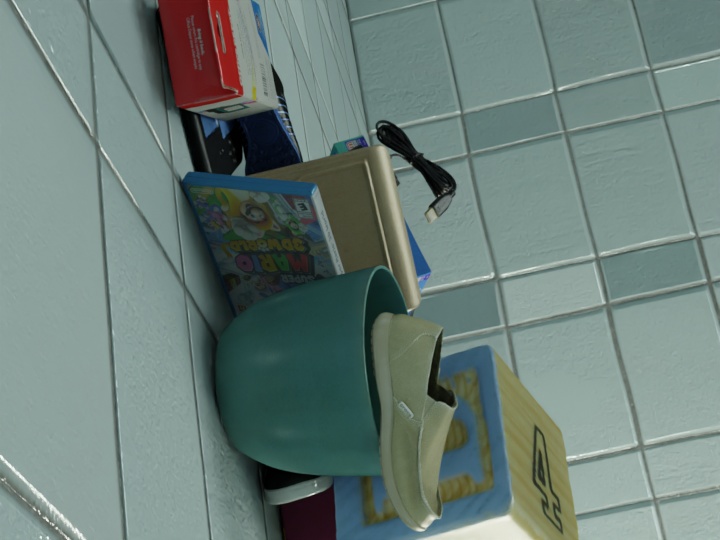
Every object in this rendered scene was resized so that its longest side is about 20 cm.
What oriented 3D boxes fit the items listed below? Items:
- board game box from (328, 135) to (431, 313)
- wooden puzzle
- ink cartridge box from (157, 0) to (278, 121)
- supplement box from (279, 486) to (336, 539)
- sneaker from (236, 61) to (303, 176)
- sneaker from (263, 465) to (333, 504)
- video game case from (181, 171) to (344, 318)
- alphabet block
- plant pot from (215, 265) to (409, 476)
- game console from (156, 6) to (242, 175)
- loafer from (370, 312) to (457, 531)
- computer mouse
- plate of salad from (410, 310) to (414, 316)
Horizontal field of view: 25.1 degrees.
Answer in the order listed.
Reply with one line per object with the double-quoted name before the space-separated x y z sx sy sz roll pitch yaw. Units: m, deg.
"board game box" 0.010 -0.041 1.984 0.200 0.045 0.152 64 -22 22
"wooden puzzle" -0.046 -0.027 1.759 0.037 0.199 0.186 -150 -134 -77
"ink cartridge box" -0.146 -0.220 1.617 0.200 0.067 0.117 2 77 -78
"supplement box" -0.013 0.325 1.778 0.200 0.103 0.131 67 12 -65
"sneaker" -0.102 -0.160 1.794 0.078 0.070 0.200 -73 150 -61
"sneaker" -0.078 0.171 1.672 0.200 0.073 0.112 -144 -142 -86
"video game case" -0.086 -0.013 1.607 0.200 0.143 0.018 73 33 -42
"alphabet block" 0.098 0.225 1.663 0.200 0.195 0.197 50 30 -47
"plant pot" -0.044 0.103 1.545 0.201 0.160 0.201 -7 90 -75
"game console" -0.168 -0.195 1.718 0.177 0.031 0.201 -83 160 -75
"loafer" 0.054 0.135 1.453 0.076 0.068 0.201 -26 108 -74
"computer mouse" 0.022 -0.090 1.898 0.200 0.140 0.046 -38 164 -47
"plate of salad" -0.013 0.029 2.100 0.048 0.200 0.201 13 62 -53
